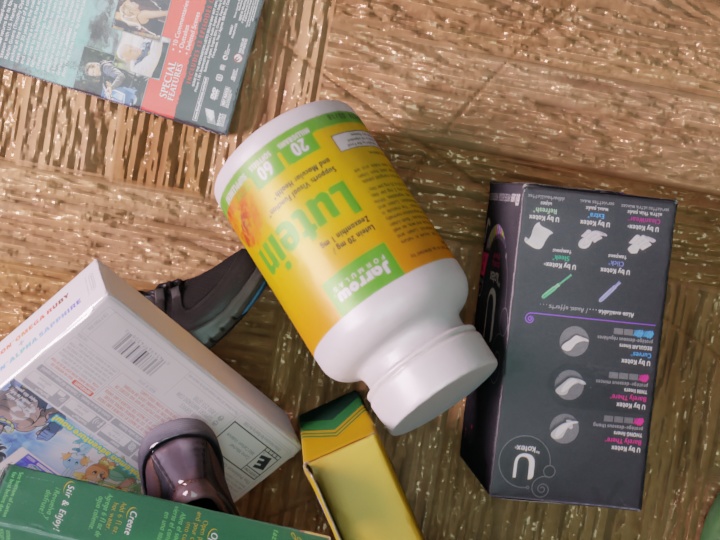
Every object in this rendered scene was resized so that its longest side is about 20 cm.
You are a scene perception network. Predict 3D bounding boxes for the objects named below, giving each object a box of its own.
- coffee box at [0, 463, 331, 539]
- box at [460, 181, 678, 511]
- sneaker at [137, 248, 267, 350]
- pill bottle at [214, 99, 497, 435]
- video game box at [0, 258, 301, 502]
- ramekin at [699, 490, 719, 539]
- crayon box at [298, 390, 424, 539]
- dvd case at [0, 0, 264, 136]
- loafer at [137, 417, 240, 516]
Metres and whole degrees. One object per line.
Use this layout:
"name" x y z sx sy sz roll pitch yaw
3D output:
"coffee box" -0.124 0.187 0.770 0.198 0.044 0.124 12 137 -1
"box" 0.135 0.046 0.852 0.105 0.122 0.203 6 93 -5
"sneaker" -0.151 0.039 0.858 0.199 0.073 0.082 -36 92 -2
"pill bottle" 0.000 0.000 0.816 0.111 0.111 0.201 -33 74 -1
"video game box" -0.166 0.113 0.814 0.182 0.047 0.200 -40 130 5
"ramekin" 0.347 0.220 0.889 0.197 0.098 0.203 0 94 -4
"crayon box" 0.008 0.158 0.812 0.050 0.200 0.128 -23 95 -2
"dvd case" -0.167 -0.190 0.868 0.198 0.022 0.148 16 92 -6
"loafer" -0.101 0.186 0.827 0.071 0.063 0.201 -19 130 -11
